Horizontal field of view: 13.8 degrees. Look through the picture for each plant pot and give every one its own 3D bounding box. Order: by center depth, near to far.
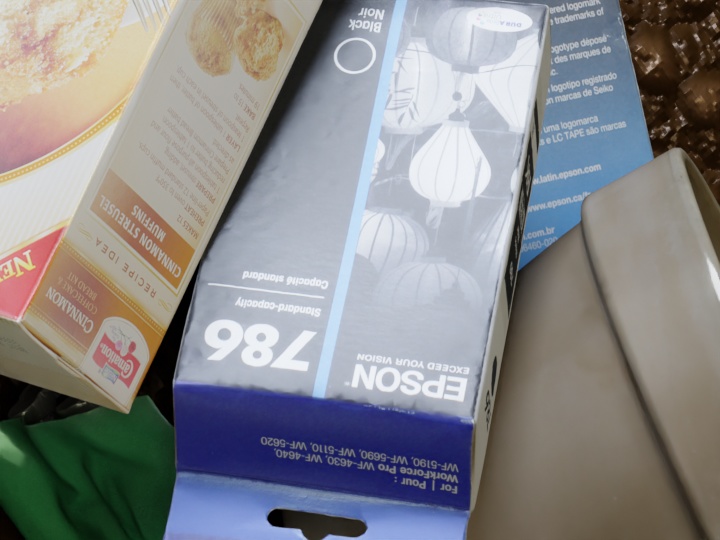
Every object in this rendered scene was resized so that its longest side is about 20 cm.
[{"bbox_3d":[0.075,0.086,1.012,0.173,0.200,0.201,-26,98,10],"label":"plant pot"}]

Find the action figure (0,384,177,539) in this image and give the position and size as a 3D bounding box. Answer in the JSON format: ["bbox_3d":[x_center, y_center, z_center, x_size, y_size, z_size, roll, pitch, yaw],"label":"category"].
[{"bbox_3d":[-0.052,0.122,1.019,0.055,0.118,0.200,-44,112,-34],"label":"action figure"}]

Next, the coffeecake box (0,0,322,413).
[{"bbox_3d":[-0.107,-0.072,0.965,0.073,0.153,0.201,45,64,-53],"label":"coffeecake box"}]

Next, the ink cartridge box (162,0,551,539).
[{"bbox_3d":[0.000,0.000,0.955,0.099,0.039,0.201,6,62,8],"label":"ink cartridge box"}]

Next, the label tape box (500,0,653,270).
[{"bbox_3d":[0.020,-0.084,1.080,0.144,0.063,0.201,-12,91,-24],"label":"label tape box"}]
